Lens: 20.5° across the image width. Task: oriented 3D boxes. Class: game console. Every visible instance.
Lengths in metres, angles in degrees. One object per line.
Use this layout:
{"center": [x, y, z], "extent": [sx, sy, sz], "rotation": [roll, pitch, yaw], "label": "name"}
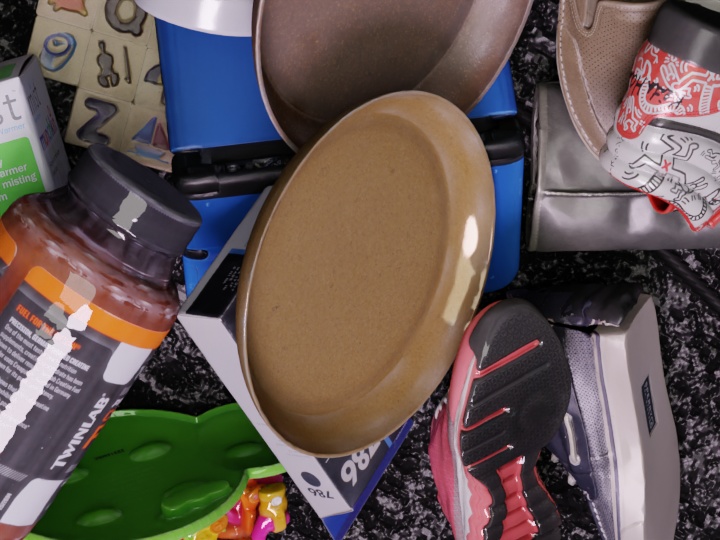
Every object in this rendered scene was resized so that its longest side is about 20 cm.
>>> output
{"center": [-0.012, -0.076, 1.156], "extent": [0.198, 0.119, 0.172], "rotation": [-6, 134, -5], "label": "game console"}

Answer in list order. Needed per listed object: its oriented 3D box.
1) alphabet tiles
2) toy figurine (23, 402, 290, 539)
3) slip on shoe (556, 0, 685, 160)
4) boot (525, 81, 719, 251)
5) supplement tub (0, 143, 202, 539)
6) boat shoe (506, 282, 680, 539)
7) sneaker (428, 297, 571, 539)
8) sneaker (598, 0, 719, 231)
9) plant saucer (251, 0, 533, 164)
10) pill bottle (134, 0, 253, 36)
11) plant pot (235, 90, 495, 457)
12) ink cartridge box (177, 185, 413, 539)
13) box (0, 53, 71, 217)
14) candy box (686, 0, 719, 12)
{"center": [-0.098, -0.156, 1.144], "extent": [0.165, 0.006, 0.202], "rotation": [15, 101, -6], "label": "alphabet tiles"}
{"center": [-0.111, 0.190, 1.173], "extent": [0.199, 0.150, 0.186], "rotation": [-16, 118, -26], "label": "toy figurine"}
{"center": [0.145, -0.143, 1.076], "extent": [0.075, 0.061, 0.202], "rotation": [-3, 109, 0], "label": "slip on shoe"}
{"center": [0.195, -0.020, 1.159], "extent": [0.198, 0.073, 0.184], "rotation": [-2, 88, -10], "label": "boot"}
{"center": [-0.164, 0.036, 1.032], "extent": [0.107, 0.107, 0.201], "rotation": [34, 100, -10], "label": "supplement tub"}
{"center": [0.133, 0.095, 1.188], "extent": [0.092, 0.075, 0.202], "rotation": [4, 118, 27], "label": "boat shoe"}
{"center": [0.065, 0.091, 1.139], "extent": [0.073, 0.087, 0.201], "rotation": [-21, 132, -24], "label": "sneaker"}
{"center": [0.213, -0.075, 1.088], "extent": [0.200, 0.067, 0.109], "rotation": [8, 114, -40], "label": "sneaker"}
{"center": [0.015, -0.149, 1.038], "extent": [0.199, 0.034, 0.202], "rotation": [-26, 132, -33], "label": "plant saucer"}
{"center": [-0.061, -0.228, 1.021], "extent": [0.111, 0.112, 0.202], "rotation": [10, 113, -6], "label": "pill bottle"}
{"center": [0.000, 0.000, 1.057], "extent": [0.027, 0.199, 0.202], "rotation": [21, 103, 36], "label": "plant pot"}
{"center": [-0.020, 0.058, 1.116], "extent": [0.100, 0.039, 0.201], "rotation": [-57, 134, -30], "label": "ink cartridge box"}
{"center": [-0.254, -0.008, 1.120], "extent": [0.198, 0.097, 0.178], "rotation": [-15, 105, 0], "label": "box"}
{"center": [0.160, -0.224, 1.119], "extent": [0.198, 0.061, 0.138], "rotation": [15, 101, -8], "label": "candy box"}
